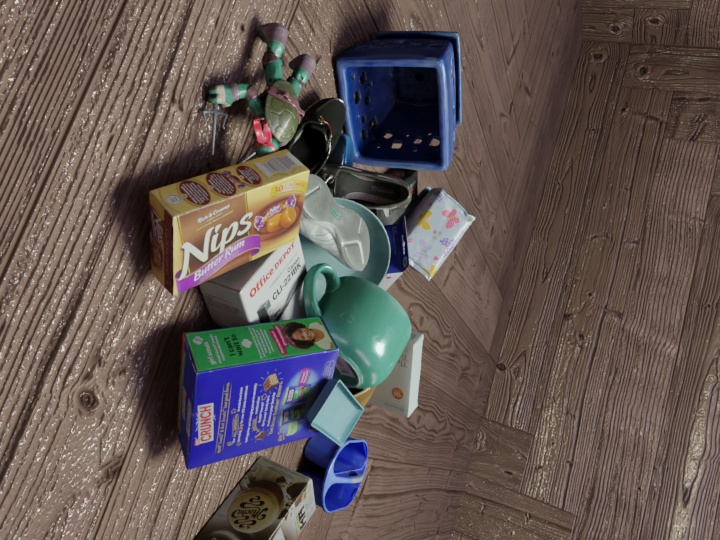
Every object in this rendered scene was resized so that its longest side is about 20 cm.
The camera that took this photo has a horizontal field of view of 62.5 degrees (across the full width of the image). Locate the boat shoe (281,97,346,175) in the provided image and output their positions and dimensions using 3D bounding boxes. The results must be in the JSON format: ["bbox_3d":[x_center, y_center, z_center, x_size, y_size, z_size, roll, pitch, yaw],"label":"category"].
[{"bbox_3d":[-0.068,-0.197,0.899,0.074,0.062,0.204,49,51,-25],"label":"boat shoe"}]

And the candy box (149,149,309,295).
[{"bbox_3d":[-0.158,-0.064,0.727,0.198,0.056,0.119,-29,148,-40],"label":"candy box"}]

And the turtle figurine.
[{"bbox_3d":[-0.121,-0.214,0.788,0.150,0.098,0.206,52,49,-60],"label":"turtle figurine"}]

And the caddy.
[{"bbox_3d":[-0.046,0.412,1.218,0.199,0.102,0.146,30,76,-64],"label":"caddy"}]

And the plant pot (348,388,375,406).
[{"bbox_3d":[-0.053,0.198,1.056,0.188,0.182,0.203,-54,161,-39],"label":"plant pot"}]

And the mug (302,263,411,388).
[{"bbox_3d":[-0.024,0.096,0.907,0.116,0.182,0.153,-54,173,-33],"label":"mug"}]

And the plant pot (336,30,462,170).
[{"bbox_3d":[0.085,-0.316,1.059,0.182,0.194,0.204,-59,149,-43],"label":"plant pot"}]

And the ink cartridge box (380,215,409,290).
[{"bbox_3d":[0.041,-0.017,1.127,0.200,0.036,0.098,131,-42,-61],"label":"ink cartridge box"}]

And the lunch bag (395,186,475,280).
[{"bbox_3d":[0.144,-0.087,1.313,0.171,0.126,0.200,-52,-174,5],"label":"lunch bag"}]

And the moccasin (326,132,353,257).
[{"bbox_3d":[-0.052,-0.127,1.004,0.080,0.066,0.208,-2,99,-76],"label":"moccasin"}]

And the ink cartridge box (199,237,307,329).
[{"bbox_3d":[-0.142,0.047,0.870,0.145,0.081,0.204,-54,146,-39],"label":"ink cartridge box"}]

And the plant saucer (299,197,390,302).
[{"bbox_3d":[-0.050,-0.031,0.956,0.039,0.194,0.207,-103,-172,-59],"label":"plant saucer"}]

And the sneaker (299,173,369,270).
[{"bbox_3d":[-0.054,-0.070,0.877,0.200,0.078,0.072,47,56,-41],"label":"sneaker"}]

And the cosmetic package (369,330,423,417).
[{"bbox_3d":[0.020,0.174,1.138,0.051,0.195,0.156,-32,129,-53],"label":"cosmetic package"}]

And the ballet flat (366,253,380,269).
[{"bbox_3d":[0.000,0.000,1.081,0.200,0.070,0.075,-155,-103,-77],"label":"ballet flat"}]

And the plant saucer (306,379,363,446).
[{"bbox_3d":[-0.035,0.210,0.871,0.071,0.019,0.201,-56,159,-15],"label":"plant saucer"}]

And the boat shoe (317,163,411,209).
[{"bbox_3d":[-0.013,-0.132,0.933,0.057,0.193,0.069,-144,-120,-84],"label":"boat shoe"}]

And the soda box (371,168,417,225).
[{"bbox_3d":[0.053,-0.144,1.216,0.200,0.062,0.073,-47,142,-48],"label":"soda box"}]

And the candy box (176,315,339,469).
[{"bbox_3d":[-0.142,0.160,0.799,0.195,0.077,0.173,-6,127,-32],"label":"candy box"}]

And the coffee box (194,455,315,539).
[{"bbox_3d":[-0.170,0.415,0.953,0.200,0.110,0.082,-48,142,-47],"label":"coffee box"}]
